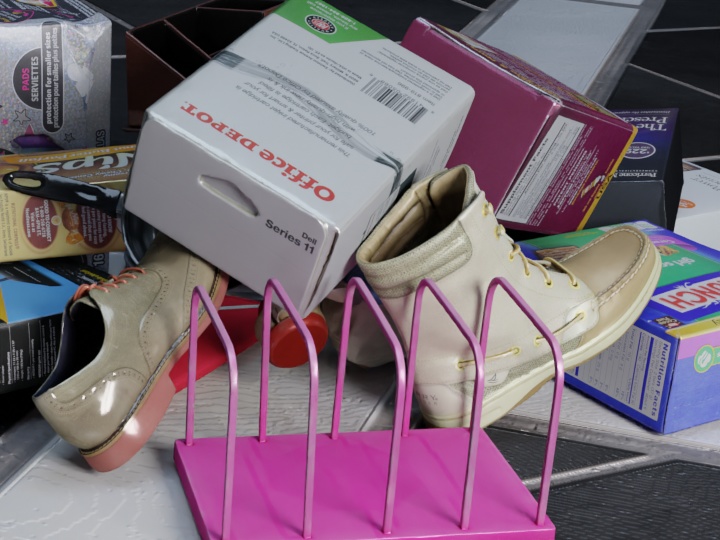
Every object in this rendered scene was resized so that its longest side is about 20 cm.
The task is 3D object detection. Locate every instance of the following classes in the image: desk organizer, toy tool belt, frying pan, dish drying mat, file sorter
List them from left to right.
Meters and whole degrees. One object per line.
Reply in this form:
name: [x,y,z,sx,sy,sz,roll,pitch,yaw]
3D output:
frying pan: [-0.139,-0.027,1.173,0.188,0.116,0.031,-12,-23,1]
dish drying mat: [-0.129,0.054,1.212,0.076,0.018,0.200,13,21,24]
desk organizer: [-0.117,-0.167,1.409,0.071,0.078,0.200,6,18,17]
toy tool belt: [0.000,0.000,1.218,0.198,0.125,0.123,-8,48,-29]
file sorter: [0.003,0.078,1.013,0.198,0.127,0.139,-1,20,-15]

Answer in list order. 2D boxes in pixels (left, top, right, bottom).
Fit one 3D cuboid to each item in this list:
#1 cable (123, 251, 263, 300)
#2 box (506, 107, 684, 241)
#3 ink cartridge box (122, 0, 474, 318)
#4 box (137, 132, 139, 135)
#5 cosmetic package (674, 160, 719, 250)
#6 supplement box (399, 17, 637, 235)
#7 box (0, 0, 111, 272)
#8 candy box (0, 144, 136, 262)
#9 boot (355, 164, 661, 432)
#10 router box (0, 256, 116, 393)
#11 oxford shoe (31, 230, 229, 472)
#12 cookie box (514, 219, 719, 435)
cable: [-0.088,-0.034,1.396,0.199,0.070,0.199,17,23,31]
box: [0.164,-0.072,1.469,0.198,0.079,0.142,0,32,16]
ink cartridge box: [-0.038,-0.079,1.127,0.146,0.083,0.200,32,41,11]
box: [-0.084,-0.115,1.462,0.196,0.050,0.200,1,16,-10]
cosmetic package: [0.257,-0.062,1.588,0.150,0.052,0.199,-13,26,-34]
supplement box: [0.105,-0.101,1.299,0.131,0.104,0.200,35,12,23]
box: [-0.265,-0.106,1.359,0.114,0.202,0.132,-6,21,-25]
candy box: [-0.221,-0.048,1.250,0.198,0.056,0.115,-5,17,-13]
boot: [0.099,-0.006,1.128,0.199,0.155,0.072,-35,32,-16]
router box: [-0.250,0.029,1.179,0.148,0.052,0.199,-12,18,-36]
oxford shoe: [-0.137,0.022,1.077,0.070,0.075,0.201,-22,36,39]
cookie box: [0.212,0.034,1.262,0.170,0.076,0.199,-10,24,-35]
